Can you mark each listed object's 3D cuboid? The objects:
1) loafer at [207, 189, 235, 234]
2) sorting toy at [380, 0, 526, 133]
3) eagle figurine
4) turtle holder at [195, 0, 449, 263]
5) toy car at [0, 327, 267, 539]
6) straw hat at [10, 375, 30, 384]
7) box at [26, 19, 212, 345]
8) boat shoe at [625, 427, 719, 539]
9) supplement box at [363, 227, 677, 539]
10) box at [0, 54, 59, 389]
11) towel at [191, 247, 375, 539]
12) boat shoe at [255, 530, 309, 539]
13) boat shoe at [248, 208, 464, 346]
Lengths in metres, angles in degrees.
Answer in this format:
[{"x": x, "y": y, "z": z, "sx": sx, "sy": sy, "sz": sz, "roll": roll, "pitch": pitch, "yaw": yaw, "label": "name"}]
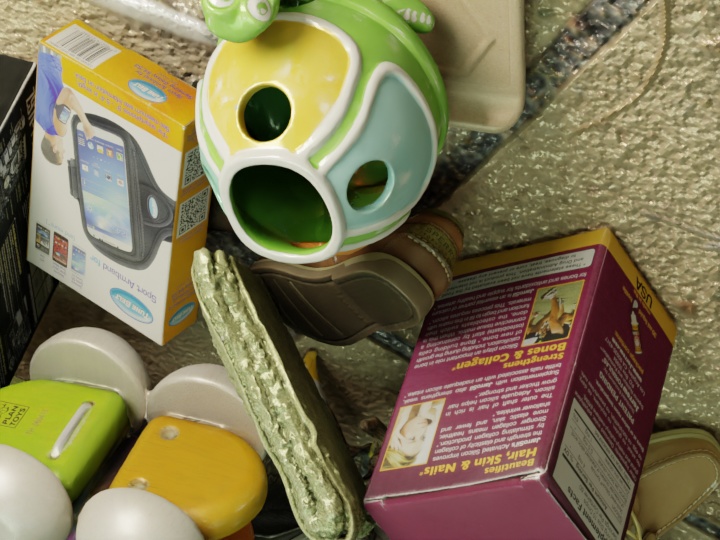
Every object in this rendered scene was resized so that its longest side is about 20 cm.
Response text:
[{"x": -0.061, "y": -0.051, "z": 1.475, "sx": 0.200, "sy": 0.071, "sz": 0.073, "roll": -8, "pitch": 133, "yaw": 31, "label": "loafer"}, {"x": 0.003, "y": -0.174, "z": 1.342, "sx": 0.185, "sy": 0.037, "sz": 0.200, "roll": 9, "pitch": 135, "yaw": 13, "label": "sorting toy"}, {"x": -0.052, "y": 0.128, "z": 1.629, "sx": 0.200, "sy": 0.151, "sz": 0.152, "roll": -8, "pitch": 131, "yaw": 22, "label": "eagle figurine"}, {"x": -0.024, "y": -0.089, "z": 1.314, "sx": 0.141, "sy": 0.132, "sz": 0.186, "roll": 18, "pitch": 137, "yaw": 5, "label": "turtle holder"}, {"x": -0.156, "y": 0.144, "z": 1.506, "sx": 0.200, "sy": 0.175, "sz": 0.150, "roll": 16, "pitch": 132, "yaw": 12, "label": "toy car"}, {"x": -0.199, "y": 0.108, "z": 1.698, "sx": 0.201, "sy": 0.085, "sz": 0.201, "roll": 26, "pitch": 147, "yaw": 18, "label": "straw hat"}, {"x": -0.151, "y": -0.044, "z": 1.489, "sx": 0.119, "sy": 0.041, "sz": 0.200, "roll": 30, "pitch": 132, "yaw": 24, "label": "box"}, {"x": 0.159, "y": 0.177, "z": 1.582, "sx": 0.200, "sy": 0.066, "sz": 0.074, "roll": -32, "pitch": 119, "yaw": 3, "label": "boat shoe"}, {"x": 0.102, "y": 0.087, "z": 1.465, "sx": 0.131, "sy": 0.200, "sz": 0.103, "roll": -12, "pitch": 131, "yaw": 34, "label": "supplement box"}, {"x": -0.264, "y": -0.017, "z": 1.526, "sx": 0.086, "sy": 0.164, "sz": 0.200, "roll": 12, "pitch": 141, "yaw": 10, "label": "box"}, {"x": -0.049, "y": 0.077, "z": 1.457, "sx": 0.036, "sy": 0.148, "sz": 0.200, "roll": -28, "pitch": 84, "yaw": 4, "label": "towel"}, {"x": -0.094, "y": 0.200, "z": 1.726, "sx": 0.057, "sy": 0.200, "sz": 0.067, "roll": 58, "pitch": 161, "yaw": 15, "label": "boat shoe"}, {"x": 0.000, "y": 0.000, "z": 1.509, "sx": 0.072, "sy": 0.068, "sz": 0.200, "roll": 48, "pitch": 156, "yaw": -24, "label": "boat shoe"}]
